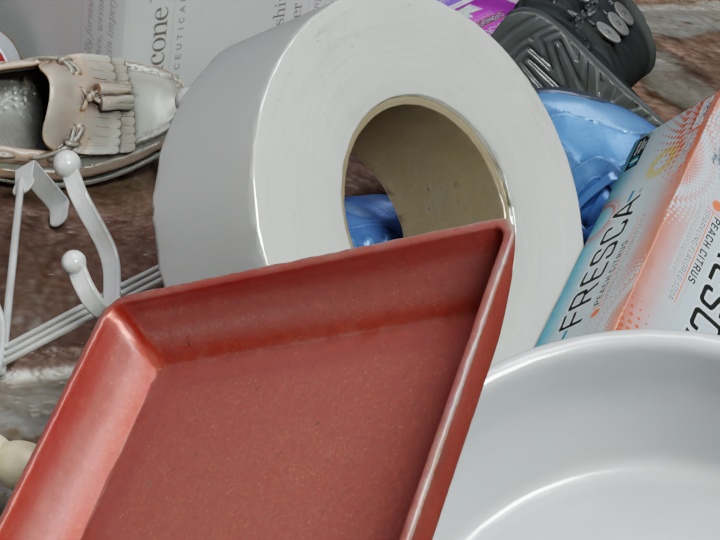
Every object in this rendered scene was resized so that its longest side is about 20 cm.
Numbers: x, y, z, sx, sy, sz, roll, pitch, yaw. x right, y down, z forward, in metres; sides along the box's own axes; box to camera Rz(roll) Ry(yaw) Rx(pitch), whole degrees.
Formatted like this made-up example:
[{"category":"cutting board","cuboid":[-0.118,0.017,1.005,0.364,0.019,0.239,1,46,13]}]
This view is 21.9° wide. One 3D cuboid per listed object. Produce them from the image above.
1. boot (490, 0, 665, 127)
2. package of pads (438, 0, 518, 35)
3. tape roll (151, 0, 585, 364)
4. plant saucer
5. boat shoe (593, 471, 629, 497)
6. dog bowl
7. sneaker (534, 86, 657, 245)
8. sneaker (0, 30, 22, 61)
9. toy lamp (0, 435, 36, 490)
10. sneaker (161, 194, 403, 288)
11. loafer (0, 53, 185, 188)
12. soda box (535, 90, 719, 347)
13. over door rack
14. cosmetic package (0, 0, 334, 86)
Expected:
[{"category":"boot","cuboid":[0.147,-0.102,1.099,0.165,0.066,0.200,54,19,-6]},{"category":"package of pads","cuboid":[0.066,-0.134,1.209,0.120,0.076,0.200,21,29,24]},{"category":"tape roll","cuboid":[0.009,-0.017,0.819,0.071,0.203,0.202,-16,4,45]},{"category":"plant saucer","cuboid":[-0.045,0.082,0.637,0.199,0.037,0.200,-11,44,37]},{"category":"boat shoe","cuboid":[0.123,0.120,0.728,0.200,0.072,0.059,16,7,30]},{"category":"dog bowl","cuboid":[0.095,0.118,0.623,0.199,0.079,0.200,-7,46,7]},{"category":"sneaker","cuboid":[0.145,-0.014,0.926,0.200,0.066,0.078,44,30,3]},{"category":"sneaker","cuboid":[-0.312,-0.130,1.100,0.199,0.071,0.113,14,24,7]},{"category":"toy lamp","cuboid":[-0.089,0.091,0.738,0.199,0.058,0.058,13,27,12]},{"category":"sneaker","cuboid":[0.000,0.001,0.916,0.199,0.077,0.111,4,22,-2]},{"category":"loafer","cuboid":[-0.188,-0.085,1.030,0.199,0.072,0.063,-7,-14,-16]},{"category":"soda box","cuboid":[0.131,0.016,0.824,0.064,0.068,0.200,40,54,-13]},{"category":"over door rack","cuboid":[-0.124,-0.041,0.906,0.147,0.067,0.200,-26,23,13]},{"category":"cosmetic package","cuboid":[-0.116,-0.195,1.181,0.200,0.165,0.165,-18,36,-40]}]
